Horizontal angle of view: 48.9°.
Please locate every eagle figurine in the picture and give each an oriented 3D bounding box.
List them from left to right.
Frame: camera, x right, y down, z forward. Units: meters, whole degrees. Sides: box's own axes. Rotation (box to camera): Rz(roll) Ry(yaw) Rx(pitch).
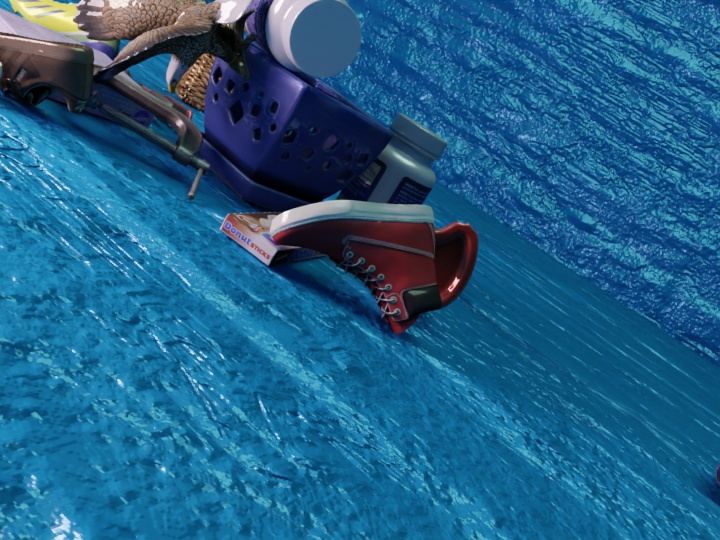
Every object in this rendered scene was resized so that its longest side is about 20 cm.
[{"bbox_3d":[-0.232,-0.286,0.966,0.200,0.151,0.152,5,1,-33],"label":"eagle figurine"}]

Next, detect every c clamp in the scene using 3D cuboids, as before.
[{"bbox_3d":[-0.264,-0.183,0.963,0.200,0.027,0.171,33,27,-14],"label":"c clamp"}]

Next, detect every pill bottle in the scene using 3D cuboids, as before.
[{"bbox_3d":[-0.078,-0.320,1.019,0.116,0.116,0.200,23,16,-33],"label":"pill bottle"},{"bbox_3d":[0.045,-0.134,1.223,0.120,0.200,0.120,31,13,-8],"label":"pill bottle"}]

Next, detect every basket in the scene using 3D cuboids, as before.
[{"bbox_3d":[-0.272,-0.389,1.549,0.143,0.149,0.200,25,14,-27],"label":"basket"}]

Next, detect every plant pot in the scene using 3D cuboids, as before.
[{"bbox_3d":[-0.110,-0.190,1.117,0.200,0.180,0.200,14,22,-51],"label":"plant pot"}]

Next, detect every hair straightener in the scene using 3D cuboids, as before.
[{"bbox_3d":[-0.338,-0.277,1.222,0.077,0.041,0.200,16,20,-50],"label":"hair straightener"}]

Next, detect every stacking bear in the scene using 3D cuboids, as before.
[{"bbox_3d":[0.065,-0.020,1.061,0.121,0.114,0.200,1,9,-12],"label":"stacking bear"}]

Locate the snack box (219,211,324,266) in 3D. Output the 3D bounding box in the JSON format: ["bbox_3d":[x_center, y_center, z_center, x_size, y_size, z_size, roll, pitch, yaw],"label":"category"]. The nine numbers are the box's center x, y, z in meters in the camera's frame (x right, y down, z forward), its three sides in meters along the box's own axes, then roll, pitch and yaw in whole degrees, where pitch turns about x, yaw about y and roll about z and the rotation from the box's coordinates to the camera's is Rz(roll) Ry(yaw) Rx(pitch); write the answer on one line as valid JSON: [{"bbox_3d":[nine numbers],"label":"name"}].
[{"bbox_3d":[-0.093,-0.041,0.951,0.072,0.024,0.200,37,14,11],"label":"snack box"}]

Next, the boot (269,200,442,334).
[{"bbox_3d":[0.000,0.000,0.878,0.200,0.144,0.072,0,-10,-25],"label":"boot"}]

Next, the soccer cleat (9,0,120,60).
[{"bbox_3d":[-0.476,-0.407,1.288,0.200,0.084,0.065,32,13,3],"label":"soccer cleat"}]

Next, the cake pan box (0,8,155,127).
[{"bbox_3d":[-0.389,-0.270,1.060,0.184,0.052,0.200,44,17,33],"label":"cake pan box"}]

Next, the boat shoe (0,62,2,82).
[{"bbox_3d":[-0.457,-0.252,0.798,0.200,0.068,0.075,25,15,-29],"label":"boat shoe"}]

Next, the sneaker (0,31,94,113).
[{"bbox_3d":[-0.388,-0.224,0.883,0.200,0.076,0.070,14,17,22],"label":"sneaker"}]

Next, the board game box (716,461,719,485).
[{"bbox_3d":[0.574,0.321,1.072,0.200,0.062,0.200,38,13,25],"label":"board game box"}]
